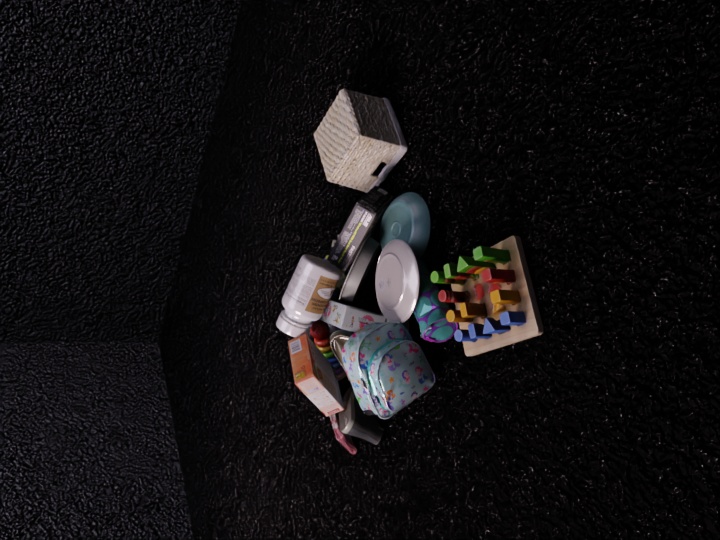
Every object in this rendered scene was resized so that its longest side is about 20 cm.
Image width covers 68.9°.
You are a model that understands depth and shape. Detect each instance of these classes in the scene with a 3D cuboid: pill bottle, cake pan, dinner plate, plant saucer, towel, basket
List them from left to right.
[{"bbox_3d":[-0.139,0.069,1.365,0.114,0.114,0.200,38,106,53],"label":"pill bottle"},{"bbox_3d":[-0.064,0.406,1.483,0.144,0.023,0.200,65,-178,-53],"label":"towel"},{"bbox_3d":[-0.005,-0.351,1.438,0.198,0.161,0.200,-47,50,43],"label":"basket"},{"bbox_3d":[0.000,0.000,1.398,0.200,0.037,0.200,25,-90,-86],"label":"cake pan"},{"bbox_3d":[0.076,0.026,1.232,0.200,0.024,0.200,-179,90,-65],"label":"dinner plate"},{"bbox_3d":[0.103,-0.104,1.348,0.200,0.036,0.200,-11,77,56],"label":"plant saucer"}]

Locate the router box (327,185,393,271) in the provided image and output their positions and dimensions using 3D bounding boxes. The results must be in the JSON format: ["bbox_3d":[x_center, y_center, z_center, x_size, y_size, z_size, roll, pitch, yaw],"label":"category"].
[{"bbox_3d":[-0.001,-0.114,1.408,0.200,0.062,0.150,-61,-5,32],"label":"router box"}]

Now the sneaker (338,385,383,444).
[{"bbox_3d":[0.002,0.390,1.418,0.075,0.106,0.200,-54,12,19],"label":"sneaker"}]

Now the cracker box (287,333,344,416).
[{"bbox_3d":[-0.115,0.275,1.367,0.058,0.200,0.134,-24,46,6],"label":"cracker box"}]

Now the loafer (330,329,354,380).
[{"bbox_3d":[-0.007,0.235,1.313,0.075,0.070,0.200,-40,87,16],"label":"loafer"}]

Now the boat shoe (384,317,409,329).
[{"bbox_3d":[0.077,0.174,1.316,0.066,0.074,0.200,4,99,53],"label":"boat shoe"}]

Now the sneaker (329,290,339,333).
[{"bbox_3d":[-0.105,0.114,1.613,0.082,0.073,0.200,-52,45,42],"label":"sneaker"}]

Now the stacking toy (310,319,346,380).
[{"bbox_3d":[-0.096,0.220,1.485,0.085,0.085,0.200,42,158,52],"label":"stacking toy"}]

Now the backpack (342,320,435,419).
[{"bbox_3d":[0.060,0.218,1.197,0.151,0.177,0.200,-23,93,61],"label":"backpack"}]

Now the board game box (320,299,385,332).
[{"bbox_3d":[-0.035,0.124,1.427,0.200,0.147,0.064,9,83,58],"label":"board game box"}]

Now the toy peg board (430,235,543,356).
[{"bbox_3d":[0.237,0.055,1.056,0.200,0.098,0.199,-34,58,52],"label":"toy peg board"}]

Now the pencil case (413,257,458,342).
[{"bbox_3d":[0.145,0.067,1.211,0.092,0.085,0.200,-36,50,16],"label":"pencil case"}]

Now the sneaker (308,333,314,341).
[{"bbox_3d":[-0.143,0.238,1.632,0.200,0.073,0.082,-87,13,-50],"label":"sneaker"}]

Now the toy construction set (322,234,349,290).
[{"bbox_3d":[-0.070,-0.017,1.518,0.092,0.131,0.200,-18,25,20],"label":"toy construction set"}]
